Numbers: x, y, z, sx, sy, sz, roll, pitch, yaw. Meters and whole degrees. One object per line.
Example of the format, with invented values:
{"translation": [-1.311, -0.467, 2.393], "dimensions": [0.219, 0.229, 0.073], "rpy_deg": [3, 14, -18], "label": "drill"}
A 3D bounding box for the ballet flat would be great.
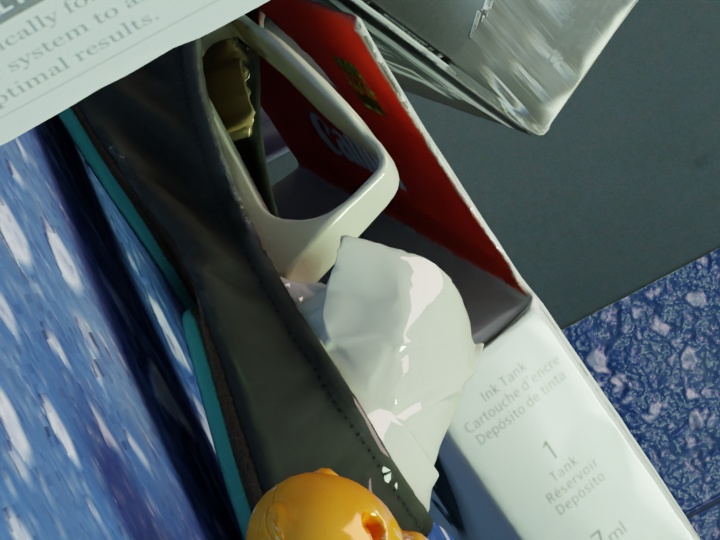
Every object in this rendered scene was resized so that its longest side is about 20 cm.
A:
{"translation": [-0.017, 0.003, 0.637], "dimensions": [0.200, 0.068, 0.068], "rpy_deg": [64, 3, 27], "label": "ballet flat"}

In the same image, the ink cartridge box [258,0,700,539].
{"translation": [0.000, 0.000, 0.772], "dimensions": [0.174, 0.044, 0.200], "rpy_deg": [55, -8, -20], "label": "ink cartridge box"}

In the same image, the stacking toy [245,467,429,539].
{"translation": [0.037, 0.099, 0.566], "dimensions": [0.200, 0.110, 0.116], "rpy_deg": [43, 35, -40], "label": "stacking toy"}

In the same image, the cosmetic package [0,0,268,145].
{"translation": [-0.087, -0.154, 0.395], "dimensions": [0.200, 0.123, 0.200], "rpy_deg": [64, 3, 31], "label": "cosmetic package"}

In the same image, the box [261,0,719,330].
{"translation": [0.041, -0.077, 1.004], "dimensions": [0.123, 0.200, 0.198], "rpy_deg": [60, 4, -33], "label": "box"}

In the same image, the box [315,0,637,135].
{"translation": [-0.026, -0.107, 0.748], "dimensions": [0.158, 0.050, 0.200], "rpy_deg": [35, -1, -16], "label": "box"}
